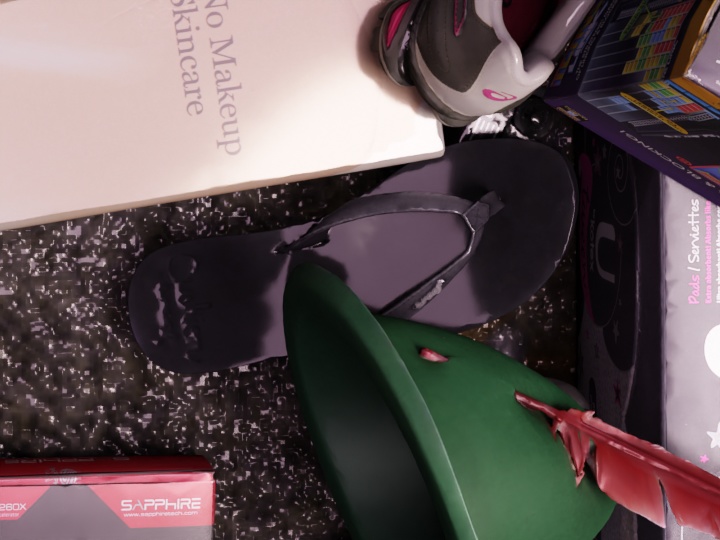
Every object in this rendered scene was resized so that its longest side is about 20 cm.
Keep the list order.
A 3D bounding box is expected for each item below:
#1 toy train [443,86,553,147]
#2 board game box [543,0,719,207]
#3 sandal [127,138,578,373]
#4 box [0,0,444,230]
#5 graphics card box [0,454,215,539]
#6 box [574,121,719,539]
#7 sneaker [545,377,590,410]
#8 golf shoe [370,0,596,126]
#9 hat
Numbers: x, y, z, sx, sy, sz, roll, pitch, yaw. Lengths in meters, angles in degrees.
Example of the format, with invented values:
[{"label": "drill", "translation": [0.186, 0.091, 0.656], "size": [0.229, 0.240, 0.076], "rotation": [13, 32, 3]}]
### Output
[{"label": "toy train", "translation": [0.027, 0.005, 0.830], "size": [0.046, 0.034, 0.201], "rotation": [23, 92, -12]}, {"label": "board game box", "translation": [0.178, -0.037, 0.659], "size": [0.199, 0.165, 0.057], "rotation": [29, 86, -9]}, {"label": "sandal", "translation": [0.000, 0.001, 0.794], "size": [0.199, 0.043, 0.077], "rotation": [-19, 90, 2]}, {"label": "box", "translation": [-0.073, -0.077, 0.771], "size": [0.198, 0.078, 0.096], "rotation": [-11, 100, -12]}, {"label": "graphics card box", "translation": [-0.127, 0.180, 0.809], "size": [0.124, 0.051, 0.202], "rotation": [-1, 97, -14]}, {"label": "box", "translation": [0.160, 0.029, 0.816], "size": [0.114, 0.132, 0.202], "rotation": [-2, 98, -10]}, {"label": "sneaker", "translation": [0.036, 0.133, 0.840], "size": [0.079, 0.075, 0.200], "rotation": [41, 96, -25]}, {"label": "golf shoe", "translation": [0.081, -0.147, 0.726], "size": [0.077, 0.088, 0.201], "rotation": [25, 83, -25]}, {"label": "hat", "translation": [0.087, 0.060, 0.748], "size": [0.175, 0.166, 0.201], "rotation": [-22, 87, -16]}]
